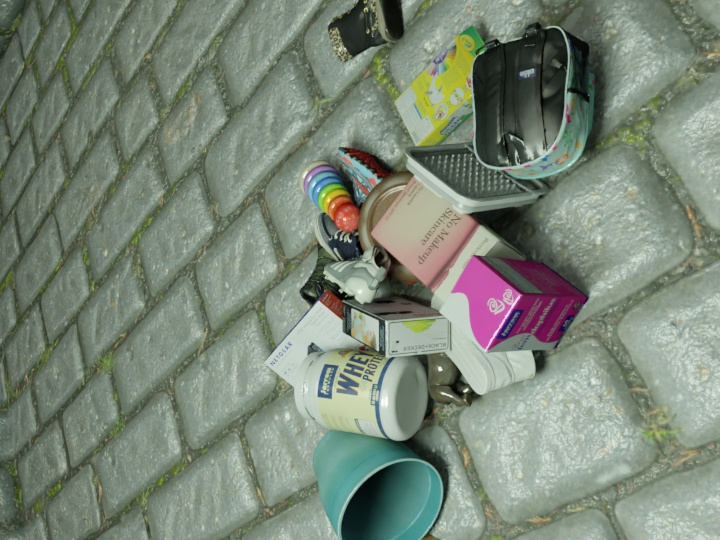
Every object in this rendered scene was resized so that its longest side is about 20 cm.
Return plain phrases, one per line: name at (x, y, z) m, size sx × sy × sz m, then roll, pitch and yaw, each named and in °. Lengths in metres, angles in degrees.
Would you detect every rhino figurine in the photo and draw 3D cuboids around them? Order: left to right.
rhino figurine at (0.147, 0.134, 1.196) m, size 0.087 × 0.060 × 0.200 m, roll -15°, pitch 75°, yaw 40°

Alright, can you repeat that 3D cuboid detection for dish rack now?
dish rack at (0.177, -0.143, 1.098) m, size 0.172 × 0.200 × 0.044 m, roll 46°, pitch 131°, yaw 36°

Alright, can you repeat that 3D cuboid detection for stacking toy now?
stacking toy at (-0.052, -0.140, 1.361) m, size 0.085 × 0.085 × 0.200 m, roll -63°, pitch 34°, yaw 20°

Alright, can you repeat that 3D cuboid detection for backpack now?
backpack at (0.258, -0.238, 1.050) m, size 0.177 × 0.150 × 0.200 m, roll -6°, pitch 74°, yaw 44°

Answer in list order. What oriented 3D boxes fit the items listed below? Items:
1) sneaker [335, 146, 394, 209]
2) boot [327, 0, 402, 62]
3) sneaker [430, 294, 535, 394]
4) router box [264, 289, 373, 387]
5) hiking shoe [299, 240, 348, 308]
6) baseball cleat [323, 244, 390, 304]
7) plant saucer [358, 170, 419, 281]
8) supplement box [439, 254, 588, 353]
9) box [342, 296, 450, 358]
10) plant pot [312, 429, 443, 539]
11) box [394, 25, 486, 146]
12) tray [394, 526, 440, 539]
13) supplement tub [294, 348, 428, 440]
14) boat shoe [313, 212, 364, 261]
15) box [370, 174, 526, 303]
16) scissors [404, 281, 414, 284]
sneaker at (0.005, -0.165, 1.344) m, size 0.200 × 0.079 × 0.096 m, roll 47°, pitch 120°, yaw 36°
boot at (0.003, -0.522, 1.381) m, size 0.150 × 0.073 × 0.200 m, roll -16°, pitch 81°, yaw 43°
sneaker at (0.198, 0.108, 1.123) m, size 0.074 × 0.115 × 0.200 m, roll 101°, pitch 151°, yaw -42°
router box at (-0.057, 0.163, 1.330) m, size 0.179 × 0.049 × 0.200 m, roll 39°, pitch 121°, yaw -4°
hiking shoe at (-0.071, 0.023, 1.387) m, size 0.076 × 0.101 × 0.200 m, roll -17°, pitch 75°, yaw 44°
baseball cleat at (0.000, 0.000, 1.241) m, size 0.107 × 0.070 × 0.200 m, roll -52°, pitch 26°, yaw -2°
plant saucer at (0.084, -0.080, 1.235) m, size 0.200 × 0.037 × 0.201 m, roll -1°, pitch 88°, yaw 19°
supplement box at (0.227, 0.050, 1.024) m, size 0.103 × 0.200 × 0.101 m, roll 44°, pitch 117°, yaw 37°
box at (0.056, 0.091, 1.174) m, size 0.200 × 0.116 × 0.060 m, roll -160°, pitch 69°, yaw -68°
plant pot at (0.010, 0.367, 1.227) m, size 0.188 × 0.200 × 0.200 m, roll 35°, pitch 111°, yaw 55°
box at (0.156, -0.318, 1.230) m, size 0.200 × 0.048 × 0.118 m, roll -41°, pitch 59°, yaw 37°
tray at (0.094, 0.564, 1.229) m, size 0.099 × 0.037 × 0.201 m, roll 9°, pitch 92°, yaw 44°
supplement tub at (0.001, 0.210, 1.211) m, size 0.200 × 0.145 × 0.145 m, roll 1°, pitch 88°, yaw 31°
boat shoe at (-0.019, -0.056, 1.347) m, size 0.200 × 0.075 × 0.093 m, roll 55°, pitch 147°, yaw 22°
box at (0.136, -0.039, 1.106) m, size 0.128 × 0.109 × 0.200 m, roll -53°, pitch 52°, yaw 10°
scissors at (0.104, -0.075, 1.287) m, size 0.073 × 0.014 × 0.200 m, roll 27°, pitch 104°, yaw 45°
